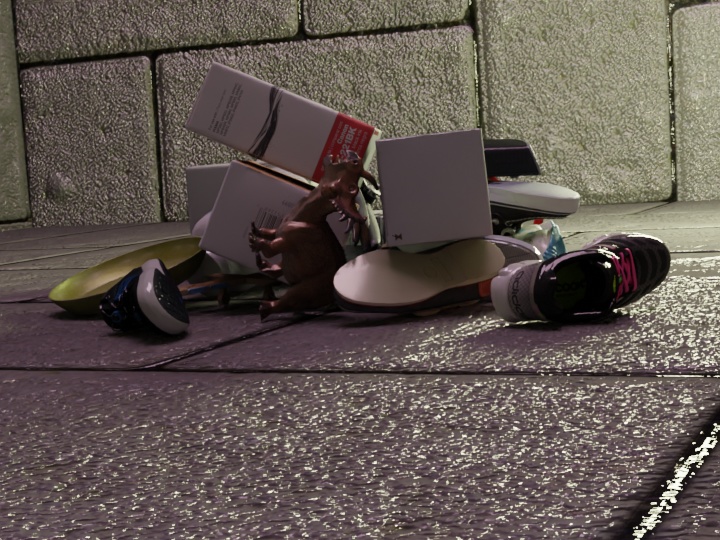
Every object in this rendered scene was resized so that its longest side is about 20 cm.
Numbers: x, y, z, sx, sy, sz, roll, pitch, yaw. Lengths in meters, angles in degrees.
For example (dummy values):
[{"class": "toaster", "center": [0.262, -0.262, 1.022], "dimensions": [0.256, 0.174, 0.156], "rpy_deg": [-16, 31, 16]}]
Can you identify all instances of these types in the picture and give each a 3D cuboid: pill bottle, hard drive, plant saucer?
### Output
[{"class": "pill bottle", "center": [-0.145, -0.045, 1.765], "dimensions": [0.111, 0.111, 0.200], "rpy_deg": [0, 29, 36]}, {"class": "hard drive", "center": [0.142, -0.139, 1.679], "dimensions": [0.134, 0.042, 0.200], "rpy_deg": [-2, 8, -5]}, {"class": "plant saucer", "center": [-0.272, 0.010, 1.624], "dimensions": [0.199, 0.031, 0.200], "rpy_deg": [-17, 13, 4]}]

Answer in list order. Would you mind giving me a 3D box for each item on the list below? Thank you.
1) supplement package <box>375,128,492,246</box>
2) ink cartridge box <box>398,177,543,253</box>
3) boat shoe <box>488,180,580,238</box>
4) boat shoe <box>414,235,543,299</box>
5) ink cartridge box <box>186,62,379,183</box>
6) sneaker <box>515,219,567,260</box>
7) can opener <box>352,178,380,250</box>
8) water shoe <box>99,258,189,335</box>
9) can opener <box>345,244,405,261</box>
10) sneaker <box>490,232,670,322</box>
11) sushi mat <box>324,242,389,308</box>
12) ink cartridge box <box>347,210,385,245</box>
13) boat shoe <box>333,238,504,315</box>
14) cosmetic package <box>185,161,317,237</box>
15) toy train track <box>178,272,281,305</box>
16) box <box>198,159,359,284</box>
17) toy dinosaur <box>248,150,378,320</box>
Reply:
[{"class": "supplement package", "center": [0.076, -0.087, 1.448], "dimensions": [0.109, 0.114, 0.200], "rpy_deg": [-7, 3, 2]}, {"class": "ink cartridge box", "center": [0.147, -0.061, 1.724], "dimensions": [0.200, 0.067, 0.116], "rpy_deg": [-21, 48, -38]}, {"class": "boat shoe", "center": [0.161, -0.066, 1.572], "dimensions": [0.199, 0.068, 0.074], "rpy_deg": [5, 13, 31]}, {"class": "boat shoe", "center": [0.110, -0.005, 1.519], "dimensions": [0.199, 0.072, 0.062], "rpy_deg": [-4, 12, 22]}, {"class": "ink cartridge box", "center": [-0.085, -0.162, 1.568], "dimensions": [0.199, 0.084, 0.144], "rpy_deg": [22, 5, 2]}, {"class": "sneaker", "center": [0.203, -0.010, 1.590], "dimensions": [0.081, 0.077, 0.200], "rpy_deg": [-20, 3, 5]}, {"class": "can opener", "center": [-0.002, -0.073, 1.790], "dimensions": [0.079, 0.063, 0.200], "rpy_deg": [-39, 26, 6]}, {"class": "water shoe", "center": [-0.223, 0.041, 1.385], "dimensions": [0.079, 0.072, 0.200], "rpy_deg": [-31, 9, -3]}, {"class": "can opener", "center": [-0.015, -0.001, 1.771], "dimensions": [0.200, 0.053, 0.067], "rpy_deg": [-2, 39, 39]}, {"class": "sneaker", "center": [0.225, 0.010, 1.285], "dimensions": [0.199, 0.074, 0.087], "rpy_deg": [-12, 8, -27]}, {"class": "sushi mat", "center": [0.000, 0.000, 1.566], "dimensions": [0.096, 0.012, 0.200], "rpy_deg": [-40, 1, 5]}, {"class": "ink cartridge box", "center": [0.071, -0.041, 1.899], "dimensions": [0.199, 0.084, 0.144], "rpy_deg": [-2, 6, 23]}, {"class": "boat shoe", "center": [0.057, 0.016, 1.397], "dimensions": [0.199, 0.071, 0.063], "rpy_deg": [-12, -32, -30]}, {"class": "cosmetic package", "center": [-0.122, -0.076, 1.963], "dimensions": [0.199, 0.167, 0.167], "rpy_deg": [-2, 5, 23]}, {"class": "toy train track", "center": [-0.162, 0.028, 1.569], "dimensions": [0.114, 0.033, 0.200], "rpy_deg": [3, 9, 40]}, {"class": "box", "center": [-0.089, -0.053, 1.581], "dimensions": [0.152, 0.107, 0.200], "rpy_deg": [21, 5, -1]}, {"class": "toy dinosaur", "center": [-0.044, -0.016, 1.415], "dimensions": [0.135, 0.200, 0.086], "rpy_deg": [-5, 41, -2]}]
